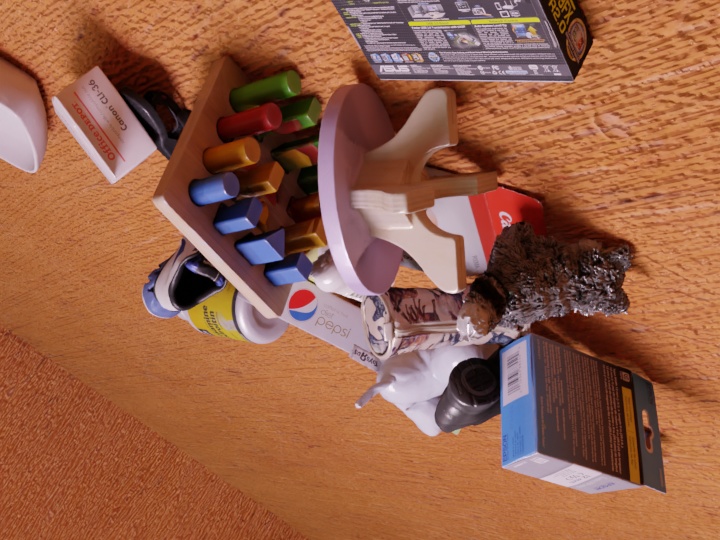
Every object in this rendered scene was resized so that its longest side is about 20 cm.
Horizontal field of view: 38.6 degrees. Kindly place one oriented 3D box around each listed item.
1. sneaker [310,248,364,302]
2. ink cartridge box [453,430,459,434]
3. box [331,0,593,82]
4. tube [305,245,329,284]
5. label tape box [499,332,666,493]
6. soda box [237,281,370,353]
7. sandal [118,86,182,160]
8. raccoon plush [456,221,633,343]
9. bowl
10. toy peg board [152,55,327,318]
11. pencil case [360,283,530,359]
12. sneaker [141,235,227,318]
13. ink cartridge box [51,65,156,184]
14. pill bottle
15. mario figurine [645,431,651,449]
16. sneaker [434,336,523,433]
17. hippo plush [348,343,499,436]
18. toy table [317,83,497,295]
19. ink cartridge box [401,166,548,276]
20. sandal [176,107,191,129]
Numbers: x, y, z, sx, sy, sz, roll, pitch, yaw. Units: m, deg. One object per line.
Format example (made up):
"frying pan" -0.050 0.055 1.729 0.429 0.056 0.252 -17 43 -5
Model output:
"sneaker" 0.000 0.000 1.170 0.076 0.200 0.081 -26 93 18
"ink cartridge box" 0.079 0.173 1.584 0.198 0.048 0.146 24 157 7
"box" 0.064 -0.219 0.800 0.198 0.045 0.161 9 149 40
"tube" -0.050 -0.004 1.378 0.059 0.051 0.200 68 164 4
"label tape box" 0.253 0.173 1.175 0.198 0.145 0.066 22 144 -28
"soda box" -0.068 0.054 1.432 0.198 0.064 0.068 29 174 -27
"sandal" -0.242 -0.183 1.244 0.075 0.048 0.201 42 173 8
"raccoon plush" 0.186 0.033 0.998 0.132 0.201 0.098 10 129 22
"bowl" -0.516 -0.238 1.417 0.198 0.075 0.200 30 156 0
"toy peg board" -0.088 -0.093 1.068 0.097 0.201 0.200 -10 137 34
"pencil case" 0.093 0.054 1.161 0.197 0.079 0.089 -2 -176 -29
"sneaker" -0.191 -0.024 1.305 0.080 0.201 0.115 36 165 -27
"ink cartridge box" -0.301 -0.168 1.207 0.117 0.067 0.200 54 170 -13
"pill bottle" -0.202 0.046 1.576 0.198 0.113 0.112 5 147 45
"mario figurine" 0.290 0.240 1.383 0.197 0.106 0.125 15 120 15
"sneaker" 0.161 0.139 1.236 0.076 0.198 0.091 56 135 27
"hippo plush" 0.104 0.109 1.354 0.159 0.161 0.199 -27 143 28
"toy table" 0.041 -0.077 0.973 0.116 0.183 0.203 0 111 33
"ink cartridge box" 0.106 -0.039 1.113 0.198 0.050 0.163 21 156 28
"sandal" -0.166 -0.155 1.158 0.075 0.045 0.200 48 178 -5
